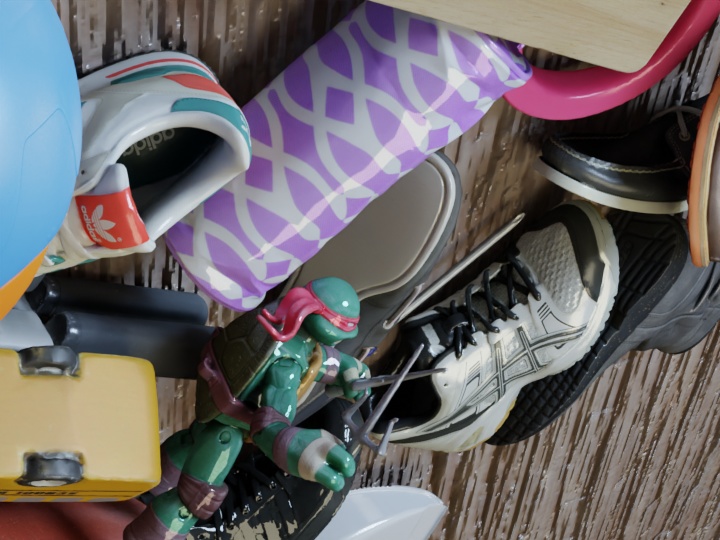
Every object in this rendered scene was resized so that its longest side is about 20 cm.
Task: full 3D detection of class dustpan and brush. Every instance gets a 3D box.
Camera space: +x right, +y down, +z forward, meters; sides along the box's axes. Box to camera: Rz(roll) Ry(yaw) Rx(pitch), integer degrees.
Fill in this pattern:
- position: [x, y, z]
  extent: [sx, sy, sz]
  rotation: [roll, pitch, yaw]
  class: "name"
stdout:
- position: [-0.054, 0.192, 1.307]
  extent: [0.199, 0.057, 0.140]
  rotation: [-7, 138, -44]
  class: "dustpan and brush"

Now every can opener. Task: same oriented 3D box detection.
- position: [-0.143, 0.019, 1.000]
  extent: [0.199, 0.053, 0.067]
  rotation: [14, 125, -48]
  class: "can opener"

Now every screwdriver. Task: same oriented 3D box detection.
- position: [0.020, 0.033, 1.168]
  extent: [0.199, 0.029, 0.028]
  rotation: [-35, 147, 12]
  class: "screwdriver"

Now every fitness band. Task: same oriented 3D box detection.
- position: [0.130, -0.159, 1.008]
  extent: [0.143, 0.038, 0.201]
  rotation: [-13, 141, -26]
  class: "fitness band"

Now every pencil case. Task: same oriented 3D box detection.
- position: [-0.011, -0.062, 0.961]
  extent: [0.200, 0.084, 0.085]
  rotation: [-38, 153, 16]
  class: "pencil case"

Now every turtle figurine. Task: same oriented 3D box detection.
- position: [-0.041, 0.068, 1.021]
  extent: [0.200, 0.101, 0.150]
  rotation: [-45, -178, 24]
  class: "turtle figurine"

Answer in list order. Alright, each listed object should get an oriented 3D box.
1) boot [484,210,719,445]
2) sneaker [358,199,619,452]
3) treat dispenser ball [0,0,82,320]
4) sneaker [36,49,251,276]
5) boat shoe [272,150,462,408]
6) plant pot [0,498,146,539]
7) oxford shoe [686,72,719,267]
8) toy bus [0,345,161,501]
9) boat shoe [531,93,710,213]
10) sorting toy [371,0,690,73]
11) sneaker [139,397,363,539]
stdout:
- position: [0.166, 0.044, 1.275]
  extent: [0.200, 0.070, 0.131]
  rotation: [-44, 150, 25]
  class: "boot"
- position: [0.073, 0.039, 1.181]
  extent: [0.087, 0.076, 0.200]
  rotation: [4, 132, -42]
  class: "sneaker"
- position: [-0.202, -0.053, 0.726]
  extent: [0.200, 0.201, 0.201]
  rotation: [-21, 145, -16]
  class: "treat dispenser ball"
- position: [-0.138, -0.033, 0.884]
  extent: [0.199, 0.093, 0.071]
  rotation: [-26, 119, -13]
  class: "sneaker"
- position: [0.000, 0.000, 1.092]
  extent: [0.057, 0.067, 0.200]
  rotation: [-27, 159, -52]
  class: "boat shoe"
- position: [-0.204, 0.197, 1.072]
  extent: [0.195, 0.201, 0.201]
  rotation: [4, 133, -52]
  class: "plant pot"
- position: [0.222, -0.092, 1.062]
  extent: [0.071, 0.072, 0.201]
  rotation: [-41, 146, -70]
  class: "oxford shoe"
- position: [-0.193, 0.073, 0.947]
  extent: [0.199, 0.066, 0.078]
  rotation: [4, 163, -29]
  class: "toy bus"
- position: [0.182, -0.072, 1.145]
  extent: [0.199, 0.072, 0.068]
  rotation: [-3, 117, -34]
  class: "boat shoe"
- position: [0.081, -0.202, 0.854]
  extent: [0.199, 0.070, 0.199]
  rotation: [12, 128, -29]
  class: "sorting toy"
- position: [-0.086, 0.152, 1.205]
  extent: [0.104, 0.060, 0.200]
  rotation: [22, 108, -34]
  class: "sneaker"
